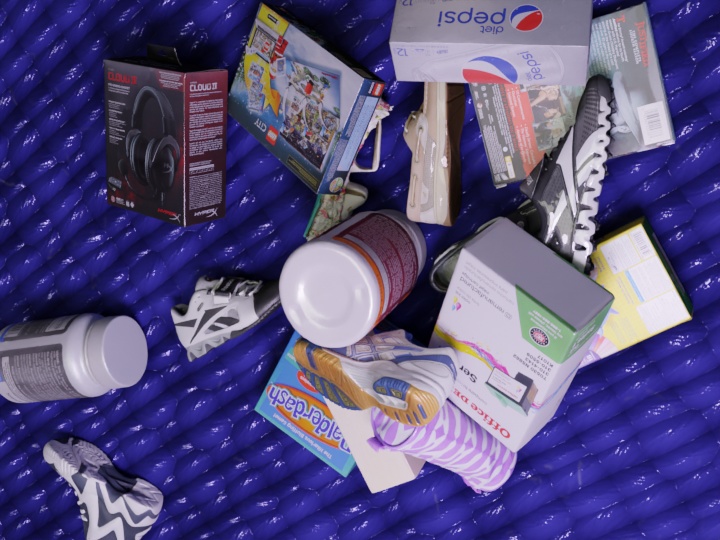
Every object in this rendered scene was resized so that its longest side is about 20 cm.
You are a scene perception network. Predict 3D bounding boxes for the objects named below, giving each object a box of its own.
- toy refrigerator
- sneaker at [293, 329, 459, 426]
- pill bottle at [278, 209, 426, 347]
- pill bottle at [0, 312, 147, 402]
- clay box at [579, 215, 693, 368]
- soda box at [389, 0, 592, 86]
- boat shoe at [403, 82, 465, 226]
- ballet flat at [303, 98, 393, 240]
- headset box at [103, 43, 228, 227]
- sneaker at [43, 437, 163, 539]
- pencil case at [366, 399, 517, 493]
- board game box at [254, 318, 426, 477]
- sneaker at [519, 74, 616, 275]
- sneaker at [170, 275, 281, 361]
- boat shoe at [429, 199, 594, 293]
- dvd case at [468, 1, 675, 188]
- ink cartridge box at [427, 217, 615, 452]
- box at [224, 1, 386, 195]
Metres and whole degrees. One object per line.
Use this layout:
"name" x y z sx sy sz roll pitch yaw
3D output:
"toy refrigerator" 0.003 0.150 1.079 0.069 0.076 0.202 -24 96 25
"sneaker" 0.018 0.102 0.987 0.198 0.088 0.076 16 138 36
"pill bottle" 0.000 0.000 1.017 0.112 0.200 0.116 6 108 21
"pill bottle" -0.401 0.120 1.267 0.197 0.114 0.116 -7 102 24
"clay box" 0.248 0.038 1.011 0.198 0.048 0.116 -28 93 28
"soda box" 0.131 -0.233 0.921 0.196 0.064 0.069 4 65 13
"boat shoe" 0.077 -0.150 1.017 0.064 0.072 0.204 6 110 22
"ballet flat" -0.014 -0.115 1.065 0.063 0.076 0.203 17 115 -2
"headset box" -0.238 -0.171 1.119 0.147 0.077 0.204 17 113 33
"sneaker" -0.395 0.343 1.346 0.197 0.080 0.131 27 105 2
"pencil case" 0.096 0.192 1.040 0.084 0.199 0.086 27 88 52
"board game box" -0.029 0.137 1.155 0.151 0.045 0.202 33 115 10
"sneaker" 0.210 -0.101 0.941 0.089 0.066 0.204 9 99 14
"sneaker" -0.169 0.040 1.169 0.198 0.074 0.089 -28 95 26
"boat shoe" 0.166 -0.025 1.019 0.199 0.060 0.076 -32 91 27
"dvd case" 0.219 -0.183 0.974 0.197 0.022 0.148 -13 100 26
"ink cartridge box" 0.158 0.072 0.968 0.144 0.084 0.202 38 139 23
"box" -0.069 -0.196 1.036 0.200 0.037 0.138 43 120 34
